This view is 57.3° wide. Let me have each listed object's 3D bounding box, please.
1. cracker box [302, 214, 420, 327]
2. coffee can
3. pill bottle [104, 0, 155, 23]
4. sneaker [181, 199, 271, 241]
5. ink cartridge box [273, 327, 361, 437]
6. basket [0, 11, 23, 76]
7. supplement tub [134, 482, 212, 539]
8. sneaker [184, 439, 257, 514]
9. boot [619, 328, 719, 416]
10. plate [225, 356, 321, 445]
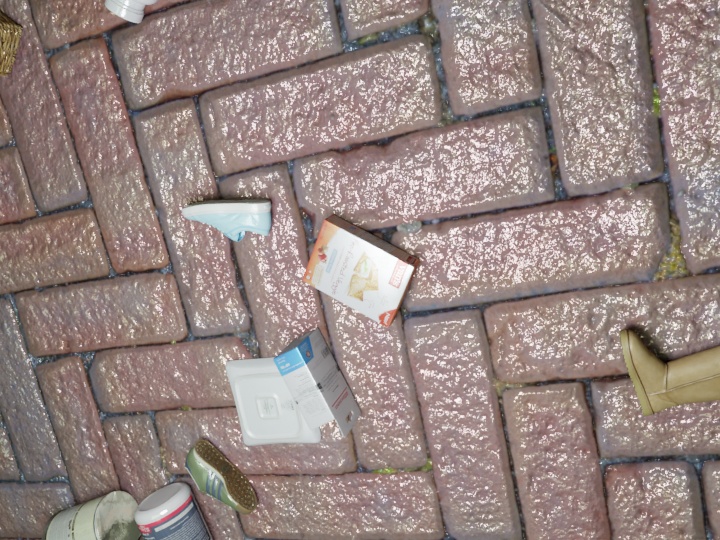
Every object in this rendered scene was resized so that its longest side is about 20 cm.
[{"bbox_3d":[0.000,0.000,1.269,0.196,0.058,0.137,27,112,10],"label":"cracker box"},{"bbox_3d":[-0.658,0.642,1.619,0.196,0.146,0.149,-24,96,23],"label":"coffee can"},{"bbox_3d":[-0.409,-0.575,1.228,0.103,0.104,0.202,35,113,6],"label":"pill bottle"},{"bbox_3d":[-0.271,-0.098,1.327,0.194,0.074,0.084,2,102,19],"label":"sneaker"},{"bbox_3d":[-0.084,0.235,1.329,0.067,0.116,0.204,-26,95,23],"label":"ink cartridge box"},{"bbox_3d":[-0.843,-0.497,1.373,0.198,0.149,0.144,35,113,5],"label":"basket"},{"bbox_3d":[-0.428,0.618,1.538,0.137,0.140,0.205,-19,98,22],"label":"supplement tub"},{"bbox_3d":[-0.327,0.487,1.514,0.201,0.067,0.090,47,121,2],"label":"sneaker"},{"bbox_3d":[0.558,0.152,1.120,0.196,0.066,0.178,-20,110,23],"label":"boot"},{"bbox_3d":[-0.194,0.290,1.429,0.195,0.032,0.205,-7,101,20],"label":"plate"}]
